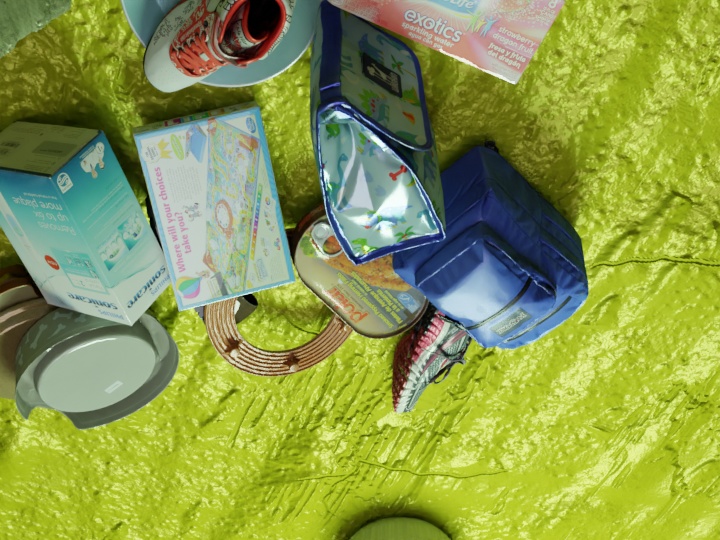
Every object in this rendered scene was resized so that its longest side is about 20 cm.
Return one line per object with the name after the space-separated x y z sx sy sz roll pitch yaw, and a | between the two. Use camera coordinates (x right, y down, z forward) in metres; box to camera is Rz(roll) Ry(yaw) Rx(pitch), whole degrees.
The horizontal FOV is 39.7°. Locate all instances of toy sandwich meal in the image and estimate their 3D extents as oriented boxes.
-0.400 0.079 1.219 0.204 0.071 0.206 -20 145 -15 | toy sandwich meal

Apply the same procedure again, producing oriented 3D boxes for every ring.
-0.085 0.043 1.176 0.199 0.019 0.202 -12 123 -18 | ring

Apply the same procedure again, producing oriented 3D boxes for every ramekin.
0.060 0.461 1.498 0.198 0.106 0.202 0 129 1 | ramekin

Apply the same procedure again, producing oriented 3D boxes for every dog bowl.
-0.321 0.110 1.202 0.198 0.059 0.201 -20 145 -14 | dog bowl

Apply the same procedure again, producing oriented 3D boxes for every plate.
-0.134 -0.273 0.968 0.198 0.026 0.202 0 128 0 | plate

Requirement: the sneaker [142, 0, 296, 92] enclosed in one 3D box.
-0.138 -0.216 0.928 0.201 0.108 0.067 -32 122 24 | sneaker

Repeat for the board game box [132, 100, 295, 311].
-0.154 -0.068 1.070 0.133 0.034 0.202 -14 113 -9 | board game box

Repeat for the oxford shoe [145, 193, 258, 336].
-0.181 -0.019 1.152 0.084 0.073 0.201 -28 127 2 | oxford shoe

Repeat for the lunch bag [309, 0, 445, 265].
0.006 -0.139 0.966 0.126 0.171 0.201 -18 134 14 | lunch bag

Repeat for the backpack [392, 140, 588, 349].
0.148 0.000 1.094 0.199 0.169 0.162 35 128 -29 | backpack

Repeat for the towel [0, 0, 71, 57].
-0.332 -0.297 0.883 0.036 0.149 0.201 11 133 26 | towel

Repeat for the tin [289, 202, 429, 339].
0.000 0.000 1.150 0.112 0.042 0.200 -43 125 3 | tin

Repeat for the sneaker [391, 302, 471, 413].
0.091 0.105 1.230 0.074 0.081 0.201 16 127 -14 | sneaker

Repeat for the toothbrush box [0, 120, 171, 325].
-0.308 -0.051 1.071 0.145 0.085 0.201 11 137 33 | toothbrush box

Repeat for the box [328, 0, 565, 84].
0.076 -0.268 0.919 0.198 0.103 0.095 20 126 -14 | box
